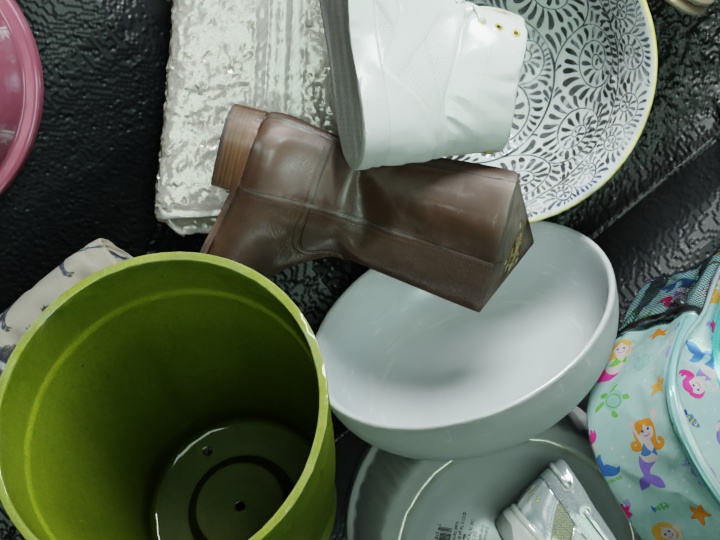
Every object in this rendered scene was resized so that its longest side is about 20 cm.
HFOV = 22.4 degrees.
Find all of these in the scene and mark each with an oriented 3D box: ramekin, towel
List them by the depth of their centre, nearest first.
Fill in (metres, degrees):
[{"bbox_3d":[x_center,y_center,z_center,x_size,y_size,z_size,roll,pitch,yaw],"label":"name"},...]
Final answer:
[{"bbox_3d":[-0.063,-0.119,1.189,0.132,0.034,0.200,3,96,-8],"label":"towel"},{"bbox_3d":[0.093,0.177,1.204,0.200,0.105,0.200,-1,97,-6],"label":"ramekin"}]

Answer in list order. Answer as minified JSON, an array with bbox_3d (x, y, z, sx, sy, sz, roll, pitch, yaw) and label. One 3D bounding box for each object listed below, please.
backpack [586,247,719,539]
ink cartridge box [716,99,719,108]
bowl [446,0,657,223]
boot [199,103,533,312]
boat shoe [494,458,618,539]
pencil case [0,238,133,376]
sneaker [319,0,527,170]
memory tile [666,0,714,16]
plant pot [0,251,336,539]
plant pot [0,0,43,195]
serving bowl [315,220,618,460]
[{"bbox_3d":[0.237,0.095,1.145,0.178,0.151,0.200,54,44,-11],"label":"backpack"},{"bbox_3d":[0.294,-0.124,1.144,0.094,0.200,0.044,-37,92,-1],"label":"ink cartridge box"},{"bbox_3d":[0.085,-0.132,1.169,0.201,0.094,0.201,0,98,1],"label":"bowl"},{"bbox_3d":[0.000,0.000,1.140,0.200,0.064,0.186,15,122,6],"label":"boot"},{"bbox_3d":[0.175,0.203,1.128,0.202,0.074,0.065,41,95,-2],"label":"boat shoe"},{"bbox_3d":[-0.205,0.065,1.169,0.200,0.078,0.089,-41,79,-1],"label":"pencil case"},{"bbox_3d":[0.039,-0.162,1.090,0.116,0.074,0.200,-5,86,-16],"label":"sneaker"},{"bbox_3d":[0.155,-0.256,1.152,0.200,0.153,0.017,38,129,-10],"label":"memory tile"},{"bbox_3d":[-0.098,0.119,1.114,0.200,0.193,0.200,-5,65,10],"label":"plant pot"},{"bbox_3d":[-0.294,-0.111,1.090,0.200,0.179,0.200,-1,95,-6],"label":"plant pot"},{"bbox_3d":[0.072,0.054,1.155,0.200,0.200,0.066,-25,123,-3],"label":"serving bowl"}]
